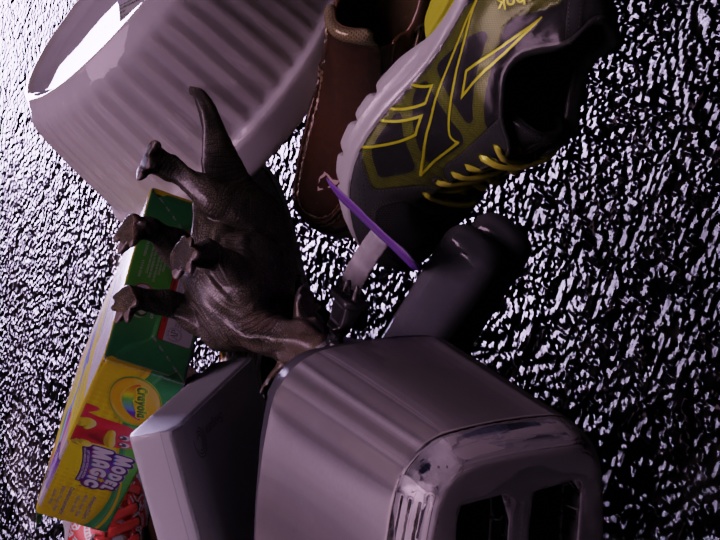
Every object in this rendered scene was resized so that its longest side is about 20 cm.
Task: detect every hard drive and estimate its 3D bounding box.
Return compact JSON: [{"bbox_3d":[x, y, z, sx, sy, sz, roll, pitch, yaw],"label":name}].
[{"bbox_3d":[-0.054,0.154,0.745,0.132,0.027,0.200,-45,-58,-74],"label":"hard drive"}]

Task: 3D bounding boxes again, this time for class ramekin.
[{"bbox_3d":[-0.105,-0.127,0.904,0.200,0.105,0.200,-40,25,23],"label":"ramekin"}]

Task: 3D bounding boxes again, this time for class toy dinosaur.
[{"bbox_3d":[-0.066,-0.007,0.768,0.077,0.102,0.200,-48,41,23],"label":"toy dinosaur"}]

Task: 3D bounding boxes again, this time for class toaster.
[{"bbox_3d":[0.029,0.114,0.660,0.129,0.114,0.200,26,116,55],"label":"toaster"}]

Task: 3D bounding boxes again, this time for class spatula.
[{"bbox_3d":[0.000,0.000,0.768,0.021,0.057,0.200,-44,-9,-16],"label":"spatula"}]

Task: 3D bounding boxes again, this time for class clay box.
[{"bbox_3d":[-0.132,0.060,0.861,0.200,0.048,0.115,121,163,-50],"label":"clay box"}]

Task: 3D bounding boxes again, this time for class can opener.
[{"bbox_3d":[0.032,0.066,0.763,0.067,0.053,0.200,42,123,18],"label":"can opener"}]

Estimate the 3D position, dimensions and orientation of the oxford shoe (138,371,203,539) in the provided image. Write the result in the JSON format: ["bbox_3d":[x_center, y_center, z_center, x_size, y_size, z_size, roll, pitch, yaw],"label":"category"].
[{"bbox_3d":[-0.088,0.154,0.813,0.073,0.084,0.200,-1,89,30],"label":"oxford shoe"}]

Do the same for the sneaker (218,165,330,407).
[{"bbox_3d":[-0.045,0.026,0.879,0.082,0.078,0.200,-33,63,47],"label":"sneaker"}]

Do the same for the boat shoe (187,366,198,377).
[{"bbox_3d":[-0.084,0.120,0.915,0.069,0.072,0.200,-50,39,28],"label":"boat shoe"}]

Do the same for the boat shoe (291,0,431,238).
[{"bbox_3d":[0.004,-0.115,0.787,0.075,0.075,0.202,28,102,35],"label":"boat shoe"}]

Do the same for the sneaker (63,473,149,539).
[{"bbox_3d":[-0.160,0.191,1.030,0.108,0.067,0.202,21,103,59],"label":"sneaker"}]

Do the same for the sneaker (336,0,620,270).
[{"bbox_3d":[0.051,-0.068,0.727,0.085,0.074,0.200,57,137,37],"label":"sneaker"}]
